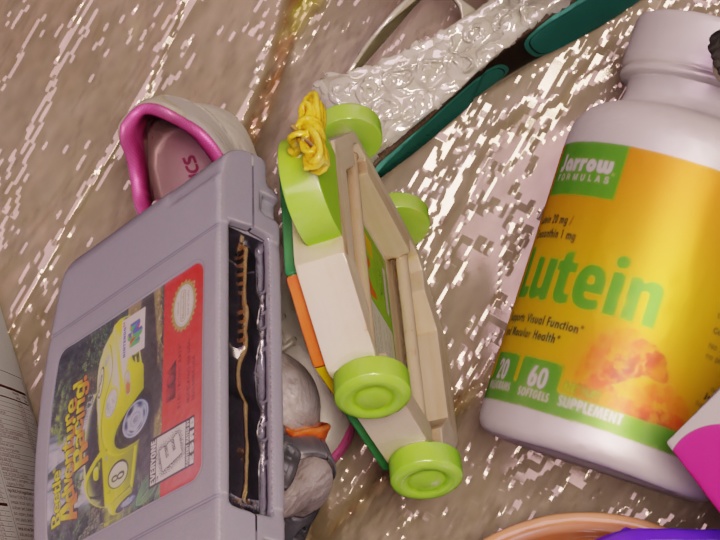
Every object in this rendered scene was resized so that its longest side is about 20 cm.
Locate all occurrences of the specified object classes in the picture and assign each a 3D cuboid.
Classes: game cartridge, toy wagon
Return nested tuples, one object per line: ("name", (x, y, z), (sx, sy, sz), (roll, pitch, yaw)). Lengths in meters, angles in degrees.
("game cartridge", (-0.085, 0.063, 0.755), (0.133, 0.041, 0.201), (-35, 47, 42))
("toy wagon", (0.000, 0.000, 0.804), (0.039, 0.200, 0.156), (-17, 50, 13))

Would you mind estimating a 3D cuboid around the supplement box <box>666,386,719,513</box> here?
("supplement box", (0.236, 0.047, 0.731), (0.101, 0.199, 0.103), (55, 141, 17))

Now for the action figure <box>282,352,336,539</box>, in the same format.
("action figure", (-0.076, 0.121, 0.828), (0.200, 0.104, 0.194), (14, 81, 55))

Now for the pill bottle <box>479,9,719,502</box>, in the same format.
("pill bottle", (0.133, -0.008, 0.819), (0.110, 0.111, 0.201), (16, 84, 17))

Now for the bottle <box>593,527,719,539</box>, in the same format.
("bottle", (0.126, 0.151, 0.777), (0.199, 0.065, 0.084), (-2, 74, 15))

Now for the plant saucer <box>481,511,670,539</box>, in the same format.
("plant saucer", (0.105, 0.211, 0.825), (0.199, 0.037, 0.201), (-3, 78, 15))

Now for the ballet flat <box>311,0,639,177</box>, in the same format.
("ballet flat", (0.061, -0.121, 0.878), (0.200, 0.072, 0.072), (-34, 73, 5))

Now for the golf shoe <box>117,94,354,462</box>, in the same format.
("golf shoe", (-0.066, 0.005, 0.882), (0.075, 0.092, 0.201), (-29, 75, 7))

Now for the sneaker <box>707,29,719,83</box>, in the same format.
("sneaker", (0.227, -0.069, 0.778), (0.075, 0.199, 0.087), (-1, 90, 54))

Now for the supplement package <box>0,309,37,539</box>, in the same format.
("supplement package", (-0.269, 0.093, 0.889), (0.190, 0.147, 0.201), (-22, 75, 10))
